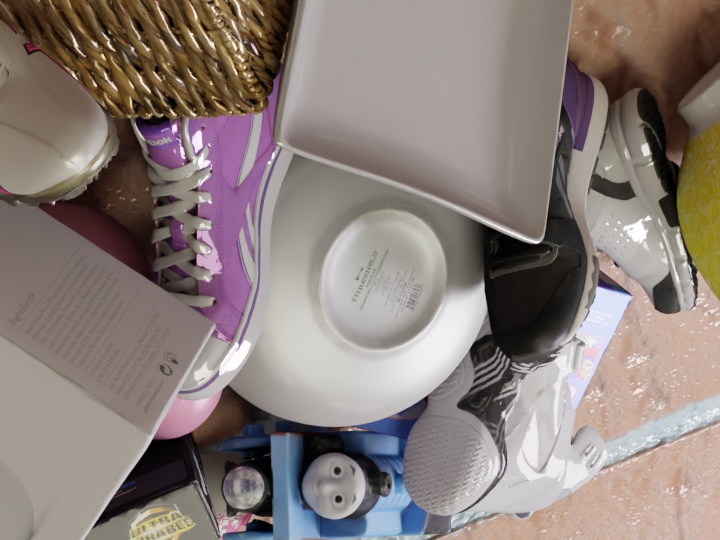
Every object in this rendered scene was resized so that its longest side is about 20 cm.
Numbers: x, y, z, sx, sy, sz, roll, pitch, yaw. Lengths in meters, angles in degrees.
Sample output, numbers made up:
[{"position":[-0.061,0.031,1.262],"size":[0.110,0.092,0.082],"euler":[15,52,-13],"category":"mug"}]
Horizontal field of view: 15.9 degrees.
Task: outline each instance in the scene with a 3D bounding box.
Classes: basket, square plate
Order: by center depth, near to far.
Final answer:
[{"position":[-0.121,-0.193,1.335],"size":[0.142,0.149,0.200],"euler":[0,145,23],"category":"basket"},{"position":[0.036,-0.133,1.408],"size":[0.200,0.199,0.028],"euler":[20,162,-39],"category":"square plate"}]

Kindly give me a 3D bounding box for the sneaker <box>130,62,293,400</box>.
[{"position":[-0.099,-0.035,1.419],"size":[0.072,0.201,0.114],"euler":[4,169,30],"category":"sneaker"}]

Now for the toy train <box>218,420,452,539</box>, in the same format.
[{"position":[-0.015,0.138,1.660],"size":[0.114,0.087,0.200],"euler":[-6,173,20],"category":"toy train"}]

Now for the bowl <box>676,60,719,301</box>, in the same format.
[{"position":[0.258,-0.087,1.572],"size":[0.200,0.200,0.108],"euler":[-42,93,19],"category":"bowl"}]

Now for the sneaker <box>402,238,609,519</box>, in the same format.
[{"position":[0.110,0.068,1.618],"size":[0.115,0.075,0.201],"euler":[19,99,-45],"category":"sneaker"}]

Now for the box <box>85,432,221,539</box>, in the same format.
[{"position":[-0.191,0.155,1.590],"size":[0.199,0.159,0.046],"euler":[-23,111,-1],"category":"box"}]

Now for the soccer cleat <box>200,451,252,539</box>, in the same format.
[{"position":[-0.160,0.174,1.691],"size":[0.200,0.070,0.086],"euler":[-32,139,10],"category":"soccer cleat"}]

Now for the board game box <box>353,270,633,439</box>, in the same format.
[{"position":[0.064,0.044,1.650],"size":[0.199,0.045,0.135],"euler":[16,105,-37],"category":"board game box"}]

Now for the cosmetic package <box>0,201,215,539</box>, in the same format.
[{"position":[-0.219,0.069,1.377],"size":[0.200,0.123,0.200],"euler":[33,121,-5],"category":"cosmetic package"}]

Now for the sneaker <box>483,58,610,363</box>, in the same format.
[{"position":[0.088,-0.045,1.502],"size":[0.076,0.201,0.087],"euler":[-17,143,35],"category":"sneaker"}]

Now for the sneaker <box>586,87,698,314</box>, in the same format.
[{"position":[0.166,-0.041,1.636],"size":[0.080,0.074,0.200],"euler":[-11,140,15],"category":"sneaker"}]

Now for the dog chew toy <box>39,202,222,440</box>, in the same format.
[{"position":[-0.152,0.041,1.522],"size":[0.124,0.125,0.200],"euler":[-36,142,13],"category":"dog chew toy"}]

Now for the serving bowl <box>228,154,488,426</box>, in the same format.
[{"position":[0.000,0.000,1.516],"size":[0.199,0.066,0.201],"euler":[-6,103,-27],"category":"serving bowl"}]

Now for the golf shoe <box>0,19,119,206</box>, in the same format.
[{"position":[-0.202,-0.097,1.297],"size":[0.073,0.200,0.092],"euler":[-49,141,-12],"category":"golf shoe"}]
